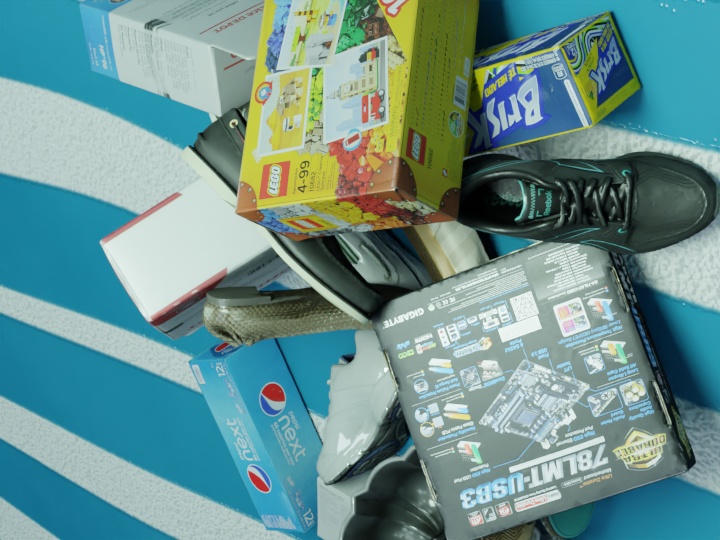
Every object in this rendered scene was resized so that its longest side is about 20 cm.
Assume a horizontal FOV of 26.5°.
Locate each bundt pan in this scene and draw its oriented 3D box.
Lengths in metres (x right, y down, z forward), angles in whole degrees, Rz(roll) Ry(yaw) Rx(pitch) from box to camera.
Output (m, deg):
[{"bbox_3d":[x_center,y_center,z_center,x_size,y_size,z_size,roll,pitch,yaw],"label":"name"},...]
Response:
[{"bbox_3d":[0.084,0.256,1.368,0.201,0.076,0.202,-5,80,30],"label":"bundt pan"}]

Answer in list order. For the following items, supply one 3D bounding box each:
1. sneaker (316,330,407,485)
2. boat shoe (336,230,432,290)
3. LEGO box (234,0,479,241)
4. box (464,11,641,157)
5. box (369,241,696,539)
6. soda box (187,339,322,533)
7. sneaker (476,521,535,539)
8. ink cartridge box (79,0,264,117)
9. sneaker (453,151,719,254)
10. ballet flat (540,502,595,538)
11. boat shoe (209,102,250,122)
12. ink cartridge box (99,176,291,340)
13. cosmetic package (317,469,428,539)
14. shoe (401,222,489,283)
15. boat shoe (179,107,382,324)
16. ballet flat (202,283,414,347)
[{"bbox_3d":[0.004,0.127,1.431,0.087,0.074,0.200,52,136,23],"label":"sneaker"},{"bbox_3d":[0.000,0.000,1.333,0.200,0.067,0.074,51,141,5],"label":"boat shoe"},{"bbox_3d":[-0.001,-0.132,1.106,0.149,0.077,0.201,-6,70,38],"label":"LEGO box"},{"bbox_3d":[0.103,-0.130,1.134,0.200,0.070,0.064,-11,111,49],"label":"box"},{"bbox_3d":[0.129,0.087,1.174,0.200,0.050,0.199,-22,86,20],"label":"box"},{"bbox_3d":[-0.093,0.162,1.540,0.064,0.068,0.200,-6,112,48],"label":"soda box"},{"bbox_3d":[0.096,0.157,1.292,0.113,0.071,0.200,100,159,-66],"label":"sneaker"},{"bbox_3d":[-0.123,-0.192,1.283,0.200,0.116,0.068,22,132,35],"label":"ink cartridge box"},{"bbox_3d":[0.154,-0.044,1.091,0.199,0.079,0.076,0,100,15],"label":"sneaker"},{"bbox_3d":[0.159,0.123,1.273,0.075,0.068,0.200,34,136,56],"label":"ballet flat"},{"bbox_3d":[-0.058,-0.117,1.299,0.202,0.072,0.060,41,131,37],"label":"boat shoe"},{"bbox_3d":[-0.131,-0.017,1.324,0.083,0.147,0.200,57,175,5],"label":"ink cartridge box"},{"bbox_3d":[0.048,0.262,1.482,0.200,0.051,0.083,27,135,30],"label":"cosmetic package"},{"bbox_3d":[0.063,-0.043,1.259,0.200,0.053,0.070,63,174,-4],"label":"shoe"},{"bbox_3d":[-0.052,-0.042,1.189,0.201,0.063,0.074,46,-179,10],"label":"boat shoe"},{"bbox_3d":[-0.032,0.038,1.255,0.067,0.199,0.046,-149,60,-67],"label":"ballet flat"}]
